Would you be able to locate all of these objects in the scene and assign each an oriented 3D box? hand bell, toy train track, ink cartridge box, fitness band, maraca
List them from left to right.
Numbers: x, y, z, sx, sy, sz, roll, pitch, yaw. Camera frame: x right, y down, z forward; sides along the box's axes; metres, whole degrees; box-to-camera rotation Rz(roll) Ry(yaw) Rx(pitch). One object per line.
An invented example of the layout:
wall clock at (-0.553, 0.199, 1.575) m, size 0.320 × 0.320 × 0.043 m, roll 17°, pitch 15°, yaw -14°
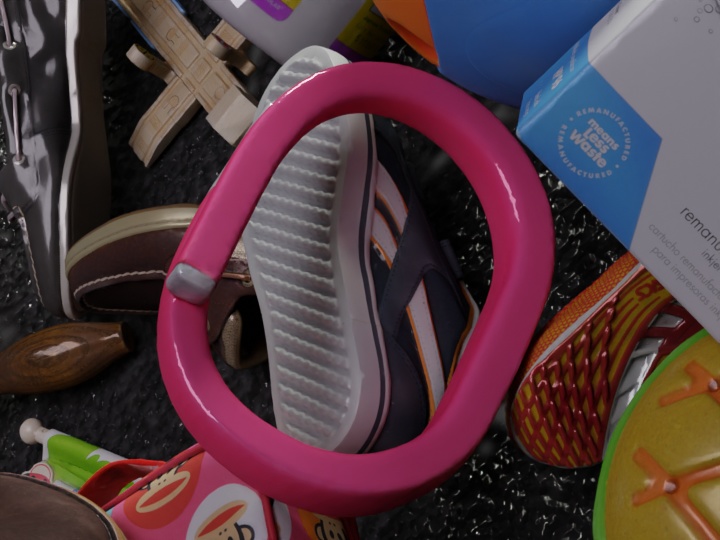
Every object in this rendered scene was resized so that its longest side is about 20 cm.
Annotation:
hand bell at (-0.208, 0.062, 1.182) m, size 0.199 × 0.104 × 0.105 m, roll -17°, pitch 61°, yaw 19°
toy train track at (-0.109, -0.132, 1.207) m, size 0.115 × 0.032 × 0.200 m, roll -49°, pitch 49°, yaw 11°
fitness band at (0.002, 0.003, 0.915) m, size 0.200 × 0.143 × 0.037 m, roll -63°, pitch 7°, yaw -33°
maraca at (0.148, 0.105, 0.849) m, size 0.137 × 0.107 × 0.201 m, roll 19°, pitch 74°, yaw 23°
ink cartridge box at (0.167, -0.085, 0.830) m, size 0.200 × 0.116 × 0.068 m, roll -44°, pitch 7°, yaw 17°

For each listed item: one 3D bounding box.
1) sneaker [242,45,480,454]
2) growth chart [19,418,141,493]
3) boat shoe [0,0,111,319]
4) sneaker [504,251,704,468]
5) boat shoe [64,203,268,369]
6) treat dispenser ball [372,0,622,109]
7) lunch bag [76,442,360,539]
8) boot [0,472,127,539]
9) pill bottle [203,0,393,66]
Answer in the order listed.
sneaker at (0.000, 0.000, 0.994) m, size 0.078 × 0.079 × 0.201 m, roll -31°, pitch 53°, yaw 40°
growth chart at (-0.143, 0.180, 1.113) m, size 0.144 × 0.018 × 0.201 m, roll 9°, pitch 78°, yaw 39°
boat shoe at (-0.165, -0.072, 1.185) m, size 0.057 × 0.067 × 0.201 m, roll -3°, pitch 79°, yaw 12°
sneaker at (0.136, 0.001, 0.935) m, size 0.200 × 0.073 × 0.077 m, roll -35°, pitch 10°, yaw 5°
boat shoe at (-0.059, 0.011, 1.085) m, size 0.199 × 0.072 × 0.072 m, roll -5°, pitch 70°, yaw 28°
treat dispenser ball at (0.090, -0.165, 0.953) m, size 0.200 × 0.201 × 0.202 m, roll -16°, pitch 63°, yaw 32°
lunch bag at (-0.087, 0.160, 0.922) m, size 0.200 × 0.082 × 0.177 m, roll -33°, pitch 53°, yaw 23°
boot at (-0.150, 0.105, 0.836) m, size 0.200 × 0.166 × 0.072 m, roll 33°, pitch 88°, yaw 46°
pill bottle at (0.011, -0.191, 1.091) m, size 0.200 × 0.104 × 0.104 m, roll -51°, pitch 49°, yaw 9°
